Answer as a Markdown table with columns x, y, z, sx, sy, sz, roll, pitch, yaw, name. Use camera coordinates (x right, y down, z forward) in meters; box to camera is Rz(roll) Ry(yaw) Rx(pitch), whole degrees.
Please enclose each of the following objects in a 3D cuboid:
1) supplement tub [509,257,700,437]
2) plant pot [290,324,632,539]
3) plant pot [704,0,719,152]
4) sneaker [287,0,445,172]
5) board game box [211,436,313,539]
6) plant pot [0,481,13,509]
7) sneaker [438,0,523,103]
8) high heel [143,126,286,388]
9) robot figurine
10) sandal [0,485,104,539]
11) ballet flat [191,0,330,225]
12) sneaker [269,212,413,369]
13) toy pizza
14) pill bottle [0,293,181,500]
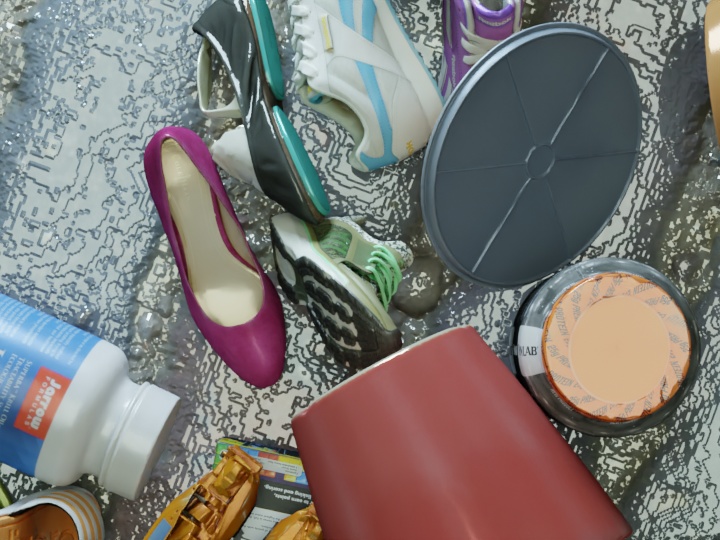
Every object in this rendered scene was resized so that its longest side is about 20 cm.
| x | y | z | sx | sy | sz | roll | pitch | yaw | name |
| --- | --- | --- | --- | --- | --- | --- | --- | --- | --- |
| 0.168 | 0.053 | 1.362 | 0.122 | 0.200 | 0.123 | 0 | 87 | 2 | supplement tub |
| 0.054 | 0.146 | 1.318 | 0.200 | 0.200 | 0.178 | -29 | 82 | 0 | plant pot |
| 0.323 | -0.134 | 1.381 | 0.140 | 0.200 | 0.200 | -7 | 87 | 17 | plant pot |
| -0.018 | -0.168 | 1.432 | 0.081 | 0.077 | 0.200 | -32 | 87 | -15 | sneaker |
| -0.023 | 0.223 | 1.432 | 0.200 | 0.057 | 0.166 | 13 | 90 | 1 | board game box |
| -0.353 | 0.212 | 1.375 | 0.200 | 0.184 | 0.201 | 0 | 87 | 2 | plant pot |
| 0.090 | -0.147 | 1.416 | 0.073 | 0.114 | 0.201 | -8 | 89 | -1 | sneaker |
| -0.104 | -0.009 | 1.422 | 0.067 | 0.096 | 0.200 | -16 | 87 | 0 | high heel |
| -0.111 | 0.230 | 1.376 | 0.145 | 0.058 | 0.200 | 35 | 89 | 3 | robot figurine |
| -0.225 | 0.199 | 1.364 | 0.059 | 0.207 | 0.079 | -3 | 92 | 25 | sandal |
| -0.078 | -0.111 | 1.432 | 0.068 | 0.068 | 0.200 | -22 | 64 | 11 | ballet flat |
| 0.000 | 0.000 | 1.386 | 0.088 | 0.200 | 0.077 | -19 | 120 | -13 | sneaker |
| 0.120 | -0.083 | 1.403 | 0.200 | 0.032 | 0.200 | -17 | 121 | -30 | toy pizza |
| -0.236 | 0.088 | 1.414 | 0.200 | 0.112 | 0.112 | 23 | 88 | 2 | pill bottle |
